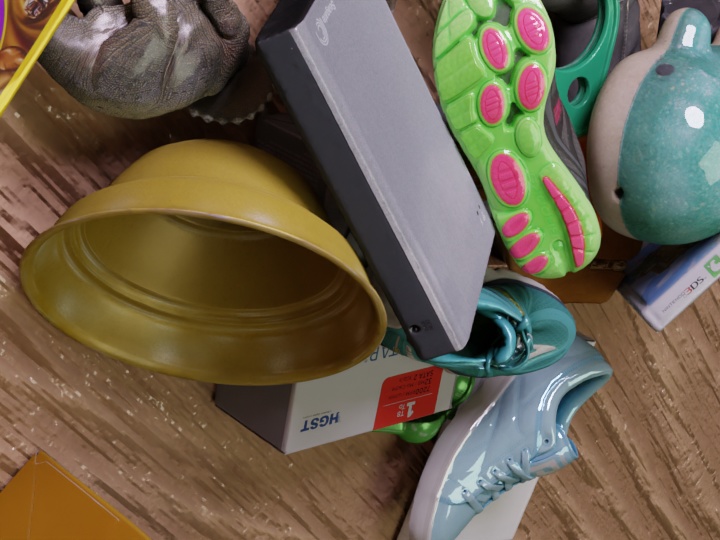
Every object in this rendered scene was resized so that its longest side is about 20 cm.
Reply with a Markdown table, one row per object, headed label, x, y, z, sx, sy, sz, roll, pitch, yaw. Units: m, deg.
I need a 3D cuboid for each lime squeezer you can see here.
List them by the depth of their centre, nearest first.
| label | x | y | z | sx | sy | sz | roll | pitch | yaw |
| --- | --- | --- | --- | --- | --- | --- | --- | --- | --- |
| lime squeezer | 0.049 | 0.081 | 1.145 | 0.200 | 0.038 | 0.071 | -39 | 105 | -23 |

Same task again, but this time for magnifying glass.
| label | x | y | z | sx | sy | sz | roll | pitch | yaw |
| --- | --- | --- | --- | --- | --- | --- | --- | --- | --- |
| magnifying glass | 0.138 | -0.109 | 1.012 | 0.080 | 0.022 | 0.200 | -25 | 120 | -29 |

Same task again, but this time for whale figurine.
| label | x | y | z | sx | sy | sz | roll | pitch | yaw |
| --- | --- | --- | --- | --- | --- | --- | --- | --- | --- |
| whale figurine | 0.233 | -0.098 | 1.026 | 0.200 | 0.104 | 0.159 | -40 | 134 | -36 |

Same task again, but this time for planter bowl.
| label | x | y | z | sx | sy | sz | roll | pitch | yaw |
| --- | --- | --- | --- | --- | --- | --- | --- | --- | --- |
| planter bowl | -0.080 | -0.015 | 0.863 | 0.200 | 0.200 | 0.084 | 46 | 43 | -50 |

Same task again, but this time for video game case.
| label | x | y | z | sx | sy | sz | roll | pitch | yaw |
| --- | --- | --- | --- | --- | --- | --- | --- | --- | --- |
| video game case | 0.257 | -0.039 | 1.103 | 0.182 | 0.022 | 0.200 | -43 | -176 | 6 |

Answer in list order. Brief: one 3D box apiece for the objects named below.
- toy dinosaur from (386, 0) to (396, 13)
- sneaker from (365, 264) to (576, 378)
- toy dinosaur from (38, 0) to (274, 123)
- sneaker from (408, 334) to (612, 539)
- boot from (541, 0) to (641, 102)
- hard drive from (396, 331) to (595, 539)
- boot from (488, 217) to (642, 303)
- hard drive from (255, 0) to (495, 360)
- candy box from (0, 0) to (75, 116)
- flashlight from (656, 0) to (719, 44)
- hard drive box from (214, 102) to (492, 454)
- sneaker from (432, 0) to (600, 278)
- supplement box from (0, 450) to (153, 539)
| label | x | y | z | sx | sy | sz | roll | pitch | yaw |
| --- | --- | --- | --- | --- | --- | --- | --- | --- | --- |
| toy dinosaur | 0.041 | -0.241 | 0.896 | 0.077 | 0.102 | 0.200 | -147 | -113 | -87 |
| sneaker | 0.077 | 0.042 | 0.986 | 0.200 | 0.080 | 0.078 | 8 | 106 | -49 |
| toy dinosaur | -0.107 | -0.119 | 0.805 | 0.200 | 0.077 | 0.102 | -12 | 107 | -47 |
| sneaker | 0.113 | 0.131 | 1.150 | 0.200 | 0.082 | 0.074 | -57 | 149 | -4 |
| boot | 0.147 | -0.140 | 1.094 | 0.182 | 0.073 | 0.200 | -20 | 133 | -36 |
| hard drive | 0.108 | 0.138 | 1.240 | 0.132 | 0.027 | 0.200 | 9 | 105 | -49 |
| boot | 0.137 | -0.059 | 1.083 | 0.144 | 0.071 | 0.201 | -2 | 128 | -18 |
| hard drive | 0.013 | -0.069 | 0.856 | 0.200 | 0.033 | 0.140 | 62 | 25 | -23 |
| candy box | -0.193 | -0.126 | 0.723 | 0.102 | 0.026 | 0.200 | 33 | 87 | -17 |
| flashlight | 0.246 | -0.127 | 1.176 | 0.068 | 0.068 | 0.200 | -38 | 144 | -24 |
| hard drive box | 0.000 | 0.000 | 1.002 | 0.156 | 0.077 | 0.200 | -11 | 121 | -42 |
| sneaker | 0.091 | -0.092 | 0.943 | 0.077 | 0.084 | 0.200 | -13 | 112 | 6 |
| supplement box | -0.168 | 0.255 | 0.929 | 0.197 | 0.133 | 0.200 | -50 | 140 | -14 |
